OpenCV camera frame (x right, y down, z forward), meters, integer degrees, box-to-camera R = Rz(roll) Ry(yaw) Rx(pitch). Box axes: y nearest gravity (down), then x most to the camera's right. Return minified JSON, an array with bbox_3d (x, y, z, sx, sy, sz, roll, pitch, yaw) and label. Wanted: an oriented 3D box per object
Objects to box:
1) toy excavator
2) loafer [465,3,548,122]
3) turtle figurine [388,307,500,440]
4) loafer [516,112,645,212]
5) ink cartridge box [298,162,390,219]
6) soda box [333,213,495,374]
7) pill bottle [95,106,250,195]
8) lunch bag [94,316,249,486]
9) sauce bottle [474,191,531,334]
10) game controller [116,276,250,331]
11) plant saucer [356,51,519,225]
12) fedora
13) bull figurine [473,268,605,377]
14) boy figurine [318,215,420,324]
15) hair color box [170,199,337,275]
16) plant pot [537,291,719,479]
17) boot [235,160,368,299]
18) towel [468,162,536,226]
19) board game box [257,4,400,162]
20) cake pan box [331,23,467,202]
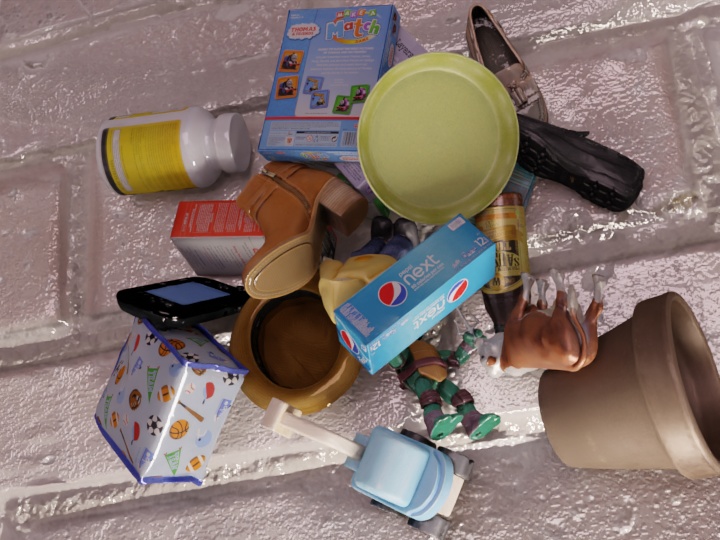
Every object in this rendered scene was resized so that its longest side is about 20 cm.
[{"bbox_3d":[0.006,0.213,1.193,0.193,0.199,0.101,15,75,45],"label":"toy excavator"},{"bbox_3d":[0.187,-0.266,1.370,0.071,0.063,0.202,-26,66,7],"label":"loafer"},{"bbox_3d":[0.086,0.112,1.254,0.148,0.101,0.201,-9,51,-24],"label":"turtle figurine"},{"bbox_3d":[0.262,-0.146,1.296,0.199,0.068,0.071,29,61,8],"label":"loafer"},{"bbox_3d":[-0.004,-0.185,1.387,0.145,0.083,0.202,17,78,20],"label":"ink cartridge box"},{"bbox_3d":[0.065,0.026,1.193,0.199,0.068,0.064,-37,59,-18],"label":"soda box"},{"bbox_3d":[-0.260,-0.169,1.443,0.197,0.112,0.114,-4,70,15],"label":"pill bottle"},{"bbox_3d":[-0.250,0.150,1.305,0.199,0.123,0.172,30,100,45],"label":"lunch bag"},{"bbox_3d":[0.178,0.007,1.263,0.065,0.066,0.203,-8,84,14],"label":"sauce bottle"},{"bbox_3d":[-0.222,0.037,1.323,0.103,0.199,0.043,26,106,20],"label":"game controller"},{"bbox_3d":[0.090,-0.156,1.226,0.197,0.031,0.203,-1,98,-10],"label":"plant saucer"},{"bbox_3d":[-0.070,0.098,1.311,0.198,0.082,0.203,-10,62,19],"label":"fedora"},{"bbox_3d":[0.202,0.064,1.159,0.064,0.199,0.123,13,82,-25],"label":"bull figurine"},{"bbox_3d":[0.000,0.000,1.261,0.123,0.200,0.065,7,118,27],"label":"boy figurine"},{"bbox_3d":[-0.140,-0.042,1.367,0.197,0.102,0.062,1,60,16],"label":"hair color box"},{"bbox_3d":[0.298,0.146,1.144,0.173,0.199,0.203,-22,66,27],"label":"plant pot"},{"bbox_3d":[-0.105,-0.056,1.257,0.154,0.074,0.199,29,54,34],"label":"boot"},{"bbox_3d":[0.127,-0.127,1.319,0.198,0.022,0.148,22,77,-4],"label":"towel"},{"bbox_3d":[-0.038,-0.235,1.292,0.149,0.037,0.203,3,73,24],"label":"board game box"},{"bbox_3d":[0.016,-0.216,1.311,0.184,0.052,0.201,-40,60,2],"label":"cake pan box"}]
